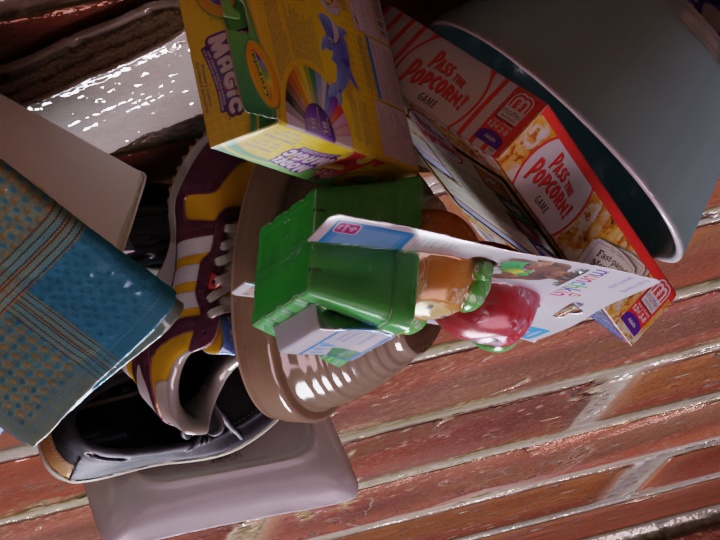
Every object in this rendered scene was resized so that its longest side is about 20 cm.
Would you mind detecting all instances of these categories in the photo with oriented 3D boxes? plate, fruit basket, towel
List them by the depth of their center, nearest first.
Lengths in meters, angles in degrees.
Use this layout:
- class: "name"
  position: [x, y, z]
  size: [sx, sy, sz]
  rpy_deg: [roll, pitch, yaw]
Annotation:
- class: "towel"
  position: [-0.210, -0.002, 1.462]
  size: [0.200, 0.022, 0.147]
  rpy_deg: [39, 125, -18]
- class: "towel"
  position: [-0.153, -0.100, 1.571]
  size: [0.199, 0.035, 0.132]
  rpy_deg: [-21, 166, 19]
- class: "fruit basket"
  position: [0.044, 0.015, 1.577]
  size: [0.199, 0.094, 0.185]
  rpy_deg: [16, 163, -17]
- class: "plate"
  position: [-0.117, 0.090, 1.977]
  size: [0.198, 0.201, 0.032]
  rpy_deg: [-9, 150, -23]

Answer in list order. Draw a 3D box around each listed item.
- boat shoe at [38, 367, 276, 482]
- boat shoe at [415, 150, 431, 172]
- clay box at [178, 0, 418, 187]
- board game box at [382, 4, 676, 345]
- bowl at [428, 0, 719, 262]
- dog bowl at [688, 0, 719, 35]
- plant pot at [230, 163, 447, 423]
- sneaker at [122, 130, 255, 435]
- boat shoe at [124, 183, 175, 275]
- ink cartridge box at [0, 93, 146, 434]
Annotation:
- class: "boat shoe"
  position: [-0.126, 0.094, 1.897]
  size: [0.199, 0.075, 0.062]
  rpy_deg: [-16, 164, -26]
- class: "boat shoe"
  position: [0.058, -0.108, 1.724]
  size: [0.199, 0.072, 0.076]
  rpy_deg: [1, 132, -47]
- class: "clay box"
  position: [-0.040, -0.114, 1.484]
  size: [0.047, 0.116, 0.200]
  rpy_deg: [-19, 164, 24]
- class: "board game box"
  position: [0.090, -0.055, 1.628]
  size: [0.046, 0.151, 0.200]
  rpy_deg: [-47, 137, -6]
- class: "bowl"
  position: [0.146, -0.110, 1.602]
  size: [0.105, 0.201, 0.201]
  rpy_deg: [-46, 166, -6]
- class: "dog bowl"
  position: [0.289, -0.176, 1.673]
  size: [0.199, 0.079, 0.200]
  rpy_deg: [-15, 165, -4]
- class: "plant pot"
  position: [0.000, 0.000, 1.724]
  size: [0.092, 0.202, 0.201]
  rpy_deg: [8, 173, 22]
- class: "sneaker"
  position: [-0.085, 0.006, 1.714]
  size: [0.075, 0.090, 0.201]
  rpy_deg: [1, 121, -35]
- class: "boat shoe"
  position: [-0.157, -0.031, 1.753]
  size: [0.198, 0.075, 0.066]
  rpy_deg: [3, 131, -23]
- class: "ink cartridge box"
  position: [-0.229, -0.002, 1.536]
  size: [0.144, 0.084, 0.200]
  rpy_deg: [28, 131, -13]
